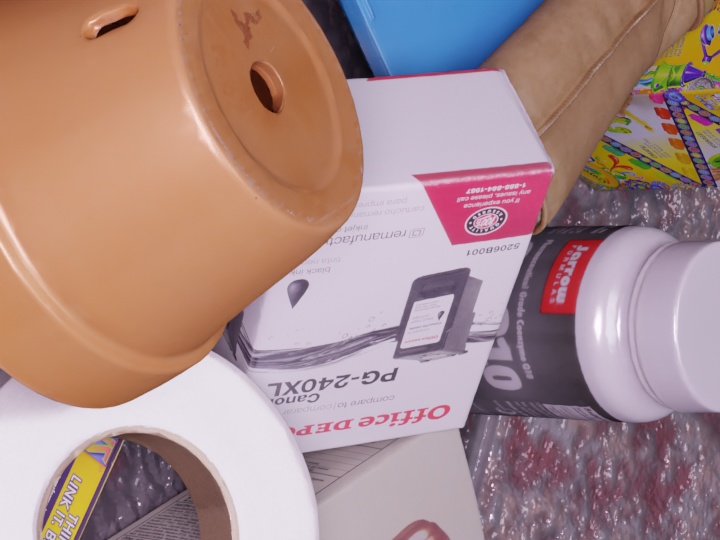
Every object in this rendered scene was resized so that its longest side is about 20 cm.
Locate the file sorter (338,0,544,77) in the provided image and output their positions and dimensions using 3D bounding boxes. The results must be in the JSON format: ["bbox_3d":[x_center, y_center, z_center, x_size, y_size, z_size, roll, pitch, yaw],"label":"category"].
[{"bbox_3d":[0.033,-0.155,1.376,0.200,0.122,0.139,-45,122,-36],"label":"file sorter"}]

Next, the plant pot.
[{"bbox_3d":[-0.093,-0.054,1.085,0.200,0.140,0.201,38,40,-41],"label":"plant pot"}]

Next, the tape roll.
[{"bbox_3d":[-0.112,0.129,1.168,0.202,0.037,0.204,5,80,-32],"label":"tape roll"}]

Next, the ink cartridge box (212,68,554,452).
[{"bbox_3d":[0.000,0.000,1.261,0.145,0.084,0.200,-7,138,-22],"label":"ink cartridge box"}]

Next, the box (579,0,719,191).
[{"bbox_3d":[0.212,-0.166,1.513,0.122,0.192,0.201,35,66,-40],"label":"box"}]

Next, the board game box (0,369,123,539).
[{"bbox_3d":[-0.204,0.088,1.177,0.165,0.057,0.200,45,58,-39],"label":"board game box"}]

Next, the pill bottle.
[{"bbox_3d":[0.130,0.030,1.422,0.114,0.200,0.114,0,89,-46],"label":"pill bottle"}]

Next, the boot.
[{"bbox_3d":[0.113,-0.147,1.327,0.200,0.066,0.175,-48,123,-33],"label":"boot"}]

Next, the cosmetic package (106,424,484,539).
[{"bbox_3d":[-0.037,0.151,1.319,0.200,0.103,0.088,-30,113,-40],"label":"cosmetic package"}]
